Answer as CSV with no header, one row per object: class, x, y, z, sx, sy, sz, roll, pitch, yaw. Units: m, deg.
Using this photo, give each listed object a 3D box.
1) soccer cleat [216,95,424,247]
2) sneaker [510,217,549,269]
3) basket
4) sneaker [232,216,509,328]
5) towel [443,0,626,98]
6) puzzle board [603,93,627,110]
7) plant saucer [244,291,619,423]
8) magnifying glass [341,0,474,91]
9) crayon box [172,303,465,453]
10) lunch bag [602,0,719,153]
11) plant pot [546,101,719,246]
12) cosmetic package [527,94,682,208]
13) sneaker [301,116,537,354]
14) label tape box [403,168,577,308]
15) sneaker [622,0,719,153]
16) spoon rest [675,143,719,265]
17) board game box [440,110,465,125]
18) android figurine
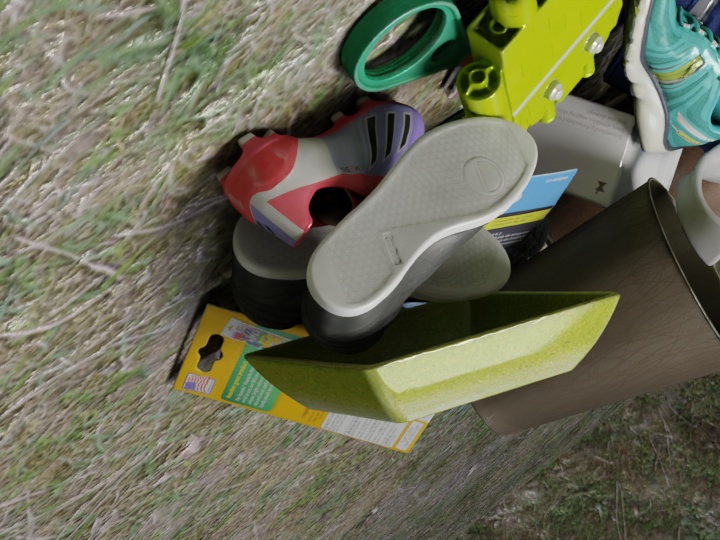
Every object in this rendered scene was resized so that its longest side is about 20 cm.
soccer cleat,-0.011,-0.063,1.062,0.200,0.077,0.067,-20,153,-53
sneaker,0.075,0.003,1.416,0.200,0.077,0.089,-35,177,-8
basket,0.180,0.043,1.278,0.200,0.136,0.180,-27,128,20
sneaker,0.000,0.000,1.141,0.199,0.071,0.099,3,157,-16
towel,0.154,-0.207,1.191,0.200,0.023,0.144,-29,162,-36
puzzle board,0.171,-0.083,1.571,0.151,0.017,0.200,-33,163,-35
plant saucer,0.049,0.060,1.112,0.199,0.048,0.200,-15,-174,-27
magnifying glass,0.057,-0.148,1.071,0.080,0.022,0.200,-47,159,25
crayon box,-0.033,0.067,1.250,0.126,0.199,0.052,119,-17,-50
lunch bag,0.284,-0.203,1.300,0.136,0.132,0.200,-55,175,-25
plant pot,0.267,-0.073,1.527,0.200,0.187,0.187,-28,164,1
cosmetic package,0.196,-0.101,1.368,0.200,0.113,0.081,1,108,-69
sneaker,0.031,-0.023,1.043,0.200,0.071,0.099,-41,170,-28
label tape box,0.057,-0.033,1.251,0.143,0.066,0.200,-10,150,-31
sneaker,0.239,-0.165,1.204,0.200,0.079,0.078,62,32,-52
spoon rest,0.302,-0.085,1.296,0.099,0.061,0.200,-50,180,45
board game box,0.053,-0.060,1.333,0.105,0.023,0.200,-32,162,-26
android figurine,0.129,-0.166,1.088,0.182,0.041,0.200,-49,157,-11
